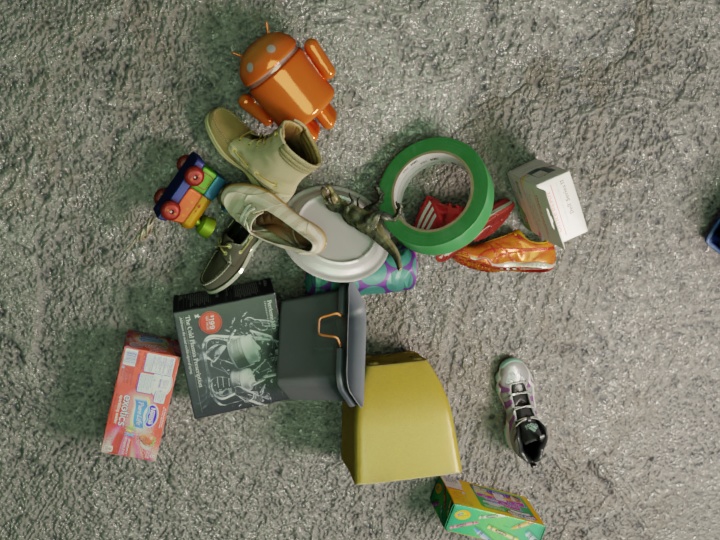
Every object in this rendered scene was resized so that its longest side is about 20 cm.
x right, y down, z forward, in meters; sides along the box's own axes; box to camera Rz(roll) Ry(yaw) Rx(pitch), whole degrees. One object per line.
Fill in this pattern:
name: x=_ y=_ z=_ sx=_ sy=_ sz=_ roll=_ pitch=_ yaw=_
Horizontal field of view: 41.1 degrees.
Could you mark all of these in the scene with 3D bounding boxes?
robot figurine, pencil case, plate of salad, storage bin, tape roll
robot figurine: x=-0.123 y=-0.308 z=1.599 sx=0.200 sy=0.143 sz=0.117 roll=50 pitch=56 yaw=-18
pencil case: x=0.000 y=0.000 z=1.716 sx=0.197 sy=0.093 sz=0.085 roll=-5 pitch=149 yaw=-10
plate of salad: x=-0.046 y=-0.061 z=1.666 sx=0.197 sy=0.202 sz=0.048 roll=7 pitch=146 yaw=-12
storage bin: x=-0.071 y=0.127 z=1.636 sx=0.132 sy=0.146 sz=0.202 roll=-6 pitch=61 yaw=12
tape roll: x=0.130 y=-0.129 z=1.660 sx=0.198 sy=0.048 sz=0.203 roll=-7 pitch=71 yaw=19

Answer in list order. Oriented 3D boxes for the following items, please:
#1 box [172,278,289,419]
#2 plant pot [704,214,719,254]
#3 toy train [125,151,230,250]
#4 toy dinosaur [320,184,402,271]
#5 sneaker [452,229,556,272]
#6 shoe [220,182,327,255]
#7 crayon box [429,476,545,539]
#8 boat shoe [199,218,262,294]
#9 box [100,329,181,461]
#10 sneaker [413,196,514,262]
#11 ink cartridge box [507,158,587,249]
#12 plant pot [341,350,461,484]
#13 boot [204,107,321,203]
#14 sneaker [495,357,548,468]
box: x=-0.226 y=0.135 z=1.701 sx=0.180 sy=0.104 sz=0.203 roll=-12 pitch=106 yaw=-8
plant pot: x=0.780 y=-0.069 z=1.786 sx=0.199 sy=0.180 sz=0.201 roll=31 pitch=97 yaw=-16
toy train: x=-0.300 y=-0.090 z=1.648 sx=0.115 sy=0.085 sz=0.201 roll=32 pitch=97 yaw=-29
toy dinosaur: x=0.023 y=-0.092 z=1.639 sx=0.200 sy=0.047 sz=0.088 roll=42 pitch=86 yaw=17
sneaker: x=0.262 y=-0.037 z=1.772 sx=0.197 sy=0.073 sz=0.078 roll=1 pitch=81 yaw=-13
shoe: x=-0.148 y=-0.084 z=1.587 sx=0.198 sy=0.053 sz=0.071 roll=28 pitch=115 yaw=9
crayon box: x=0.245 y=0.470 z=1.862 sx=0.198 sy=0.119 sz=0.059 roll=17 pitch=101 yaw=-13
boat shoe: x=-0.215 y=-0.050 z=1.664 sx=0.202 sy=0.072 sz=0.060 roll=-50 pitch=138 yaw=-1
box: x=-0.387 y=0.220 z=1.699 sx=0.101 sy=0.095 sz=0.202 roll=12 pitch=102 yaw=-13
sneaker: x=0.179 y=-0.107 z=1.724 sx=0.199 sy=0.079 sz=0.116 roll=-29 pitch=69 yaw=-32
ink cartridge box: x=0.333 y=-0.119 z=1.683 sx=0.067 sy=0.200 sz=0.118 roll=-23 pitch=107 yaw=-3
plant pot: x=0.063 y=0.255 z=1.746 sx=0.191 sy=0.195 sz=0.203 roll=-5 pitch=93 yaw=-9
boot: x=-0.160 y=-0.215 z=1.583 sx=0.201 sy=0.155 sz=0.073 roll=51 pitch=53 yaw=-1
sneaker: x=0.315 y=0.274 z=1.812 sx=0.077 sy=0.140 sz=0.202 roll=-15 pitch=107 yaw=-5
